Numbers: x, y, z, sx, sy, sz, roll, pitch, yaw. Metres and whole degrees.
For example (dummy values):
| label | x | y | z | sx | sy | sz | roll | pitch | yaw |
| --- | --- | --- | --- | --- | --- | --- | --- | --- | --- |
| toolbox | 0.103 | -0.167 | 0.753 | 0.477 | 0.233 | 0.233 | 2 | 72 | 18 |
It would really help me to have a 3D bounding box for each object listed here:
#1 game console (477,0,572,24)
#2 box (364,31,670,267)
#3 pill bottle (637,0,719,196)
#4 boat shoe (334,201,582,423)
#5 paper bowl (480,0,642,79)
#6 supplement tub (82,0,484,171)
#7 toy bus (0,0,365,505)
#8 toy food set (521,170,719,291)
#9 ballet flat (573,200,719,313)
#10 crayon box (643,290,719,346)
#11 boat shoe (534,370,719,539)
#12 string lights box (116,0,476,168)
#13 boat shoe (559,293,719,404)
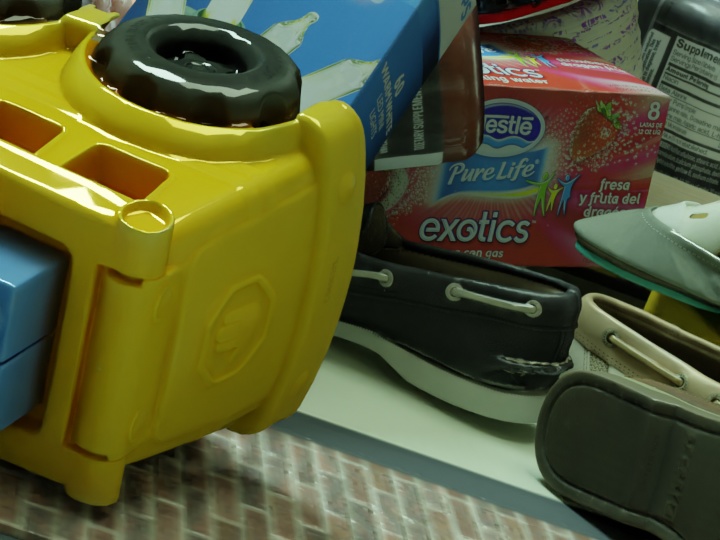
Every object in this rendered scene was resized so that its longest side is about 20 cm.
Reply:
| label | x | y | z | sx | sy | sz | roll | pitch | yaw |
| --- | --- | --- | --- | --- | --- | --- | --- | --- | --- |
| game console | 0.089 | -0.206 | 1.350 | 0.200 | 0.119 | 0.172 | -21 | 12 | -30 |
| box | 0.038 | -0.062 | 1.255 | 0.200 | 0.096 | 0.100 | 1 | 21 | -29 |
| pill bottle | 0.194 | -0.099 | 1.489 | 0.106 | 0.200 | 0.106 | 21 | 13 | -5 |
| boat shoe | 0.000 | 0.000 | 1.081 | 0.200 | 0.060 | 0.074 | 24 | 19 | 22 |
| paper bowl | 0.058 | -0.108 | 1.429 | 0.200 | 0.105 | 0.201 | -6 | 21 | 2 |
| supplement tub | -0.050 | -0.089 | 1.102 | 0.199 | 0.107 | 0.107 | -7 | 15 | -1 |
| toy bus | -0.127 | -0.010 | 0.824 | 0.200 | 0.136 | 0.192 | 24 | 29 | 20 |
| toy food set | 0.182 | 0.009 | 1.384 | 0.200 | 0.061 | 0.144 | 21 | 23 | 4 |
| ballet flat | 0.184 | 0.002 | 1.144 | 0.200 | 0.064 | 0.067 | 32 | 16 | 36 |
| crayon box | 0.207 | 0.063 | 1.191 | 0.200 | 0.052 | 0.126 | 17 | 14 | -16 |
| boat shoe | 0.152 | 0.088 | 0.954 | 0.068 | 0.072 | 0.200 | 10 | 18 | -38 |
| string lights box | -0.046 | -0.066 | 0.995 | 0.103 | 0.200 | 0.059 | 25 | -24 | 17 |
| boat shoe | 0.173 | 0.064 | 1.053 | 0.200 | 0.065 | 0.071 | 18 | 14 | 17 |
